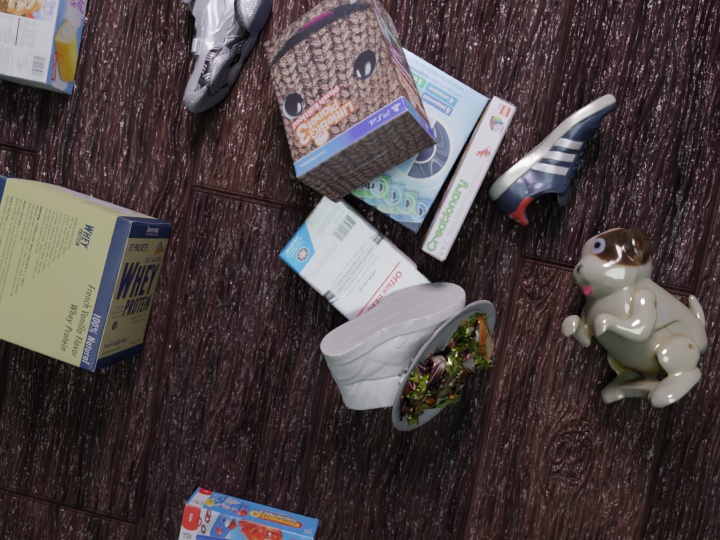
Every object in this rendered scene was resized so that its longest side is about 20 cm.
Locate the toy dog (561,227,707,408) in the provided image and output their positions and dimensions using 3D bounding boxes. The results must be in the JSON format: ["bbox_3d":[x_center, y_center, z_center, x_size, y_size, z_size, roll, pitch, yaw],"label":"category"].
[{"bbox_3d":[0.352,0.044,0.776,0.191,0.140,0.204,-31,90,-8],"label":"toy dog"}]

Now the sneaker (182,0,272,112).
[{"bbox_3d":[-0.212,-0.326,0.834,0.113,0.075,0.203,31,90,3],"label":"sneaker"}]

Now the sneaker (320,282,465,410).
[{"bbox_3d":[0.052,0.101,0.778,0.195,0.074,0.118,-24,120,-9],"label":"sneaker"}]

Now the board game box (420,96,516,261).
[{"bbox_3d":[0.135,-0.113,0.789,0.034,0.126,0.205,25,94,2],"label":"board game box"}]

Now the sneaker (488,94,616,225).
[{"bbox_3d":[0.268,-0.141,0.805,0.199,0.075,0.085,-41,87,15],"label":"sneaker"}]

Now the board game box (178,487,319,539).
[{"bbox_3d":[-0.173,0.446,0.878,0.189,0.056,0.207,12,94,4],"label":"board game box"}]

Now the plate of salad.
[{"bbox_3d":[0.116,0.130,0.774,0.048,0.199,0.203,37,95,31],"label":"plate of salad"}]

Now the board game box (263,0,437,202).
[{"bbox_3d":[-0.017,-0.222,0.759,0.156,0.096,0.205,-26,67,21],"label":"board game box"}]

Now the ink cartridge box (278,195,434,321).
[{"bbox_3d":[0.000,0.000,0.834,0.199,0.068,0.117,41,96,1],"label":"ink cartridge box"}]

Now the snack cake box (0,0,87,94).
[{"bbox_3d":[-0.459,-0.367,0.854,0.111,0.067,0.207,12,94,6],"label":"snack cake box"}]

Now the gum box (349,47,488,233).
[{"bbox_3d":[0.054,-0.183,0.832,0.167,0.045,0.204,29,94,4],"label":"gum box"}]

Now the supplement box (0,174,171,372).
[{"bbox_3d":[-0.397,0.001,0.834,0.194,0.134,0.206,17,94,4],"label":"supplement box"}]
